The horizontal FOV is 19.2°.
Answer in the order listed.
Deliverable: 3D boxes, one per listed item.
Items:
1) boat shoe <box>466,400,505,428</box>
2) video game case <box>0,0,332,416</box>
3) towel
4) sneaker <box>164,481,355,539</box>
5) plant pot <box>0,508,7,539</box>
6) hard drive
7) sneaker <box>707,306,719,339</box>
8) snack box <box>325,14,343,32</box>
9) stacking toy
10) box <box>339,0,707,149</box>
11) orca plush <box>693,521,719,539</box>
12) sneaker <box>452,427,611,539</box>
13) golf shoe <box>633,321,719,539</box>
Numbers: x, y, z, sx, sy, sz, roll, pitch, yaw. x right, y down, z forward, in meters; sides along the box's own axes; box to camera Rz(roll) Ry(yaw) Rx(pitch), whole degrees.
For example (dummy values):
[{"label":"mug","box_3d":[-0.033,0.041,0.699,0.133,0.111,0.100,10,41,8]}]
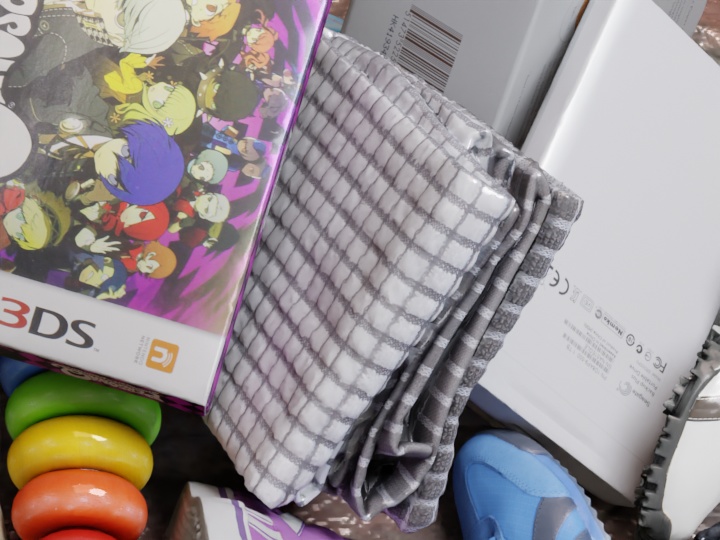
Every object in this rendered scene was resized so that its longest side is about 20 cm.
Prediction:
[{"label":"boat shoe","box_3d":[0.020,0.007,1.006,0.200,0.071,0.063,35,51,12]},{"label":"video game case","box_3d":[-0.118,-0.063,0.844,0.181,0.036,0.200,17,79,-1]},{"label":"towel","box_3d":[0.000,0.000,0.899,0.086,0.166,0.200,27,10,-31]},{"label":"sneaker","box_3d":[-0.020,0.131,0.816,0.114,0.073,0.200,19,7,-6]},{"label":"plant pot","box_3d":[-0.231,0.086,0.814,0.200,0.135,0.201,7,45,-7]},{"label":"hard drive","box_3d":[0.116,-0.012,0.969,0.132,0.027,0.200,38,68,-32]},{"label":"sneaker","box_3d":[0.236,0.060,1.008,0.200,0.074,0.079,28,51,12]},{"label":"snack box","box_3d":[0.038,-0.054,1.086,0.200,0.037,0.116,25,44,9]},{"label":"stacking toy","box_3d":[-0.116,0.065,0.870,0.085,0.085,0.200,5,59,-10]},{"label":"box","box_3d":[0.086,-0.130,1.057,0.097,0.125,0.200,34,36,22]},{"label":"orca plush","box_3d":[0.187,0.147,0.903,0.105,0.071,0.200,-8,2,24]},{"label":"sneaker","box_3d":[0.071,0.149,0.883,0.078,0.066,0.200,-12,51,-20]},{"label":"golf shoe","box_3d":[0.197,0.051,0.943,0.094,0.078,0.200,33,75,15]}]
